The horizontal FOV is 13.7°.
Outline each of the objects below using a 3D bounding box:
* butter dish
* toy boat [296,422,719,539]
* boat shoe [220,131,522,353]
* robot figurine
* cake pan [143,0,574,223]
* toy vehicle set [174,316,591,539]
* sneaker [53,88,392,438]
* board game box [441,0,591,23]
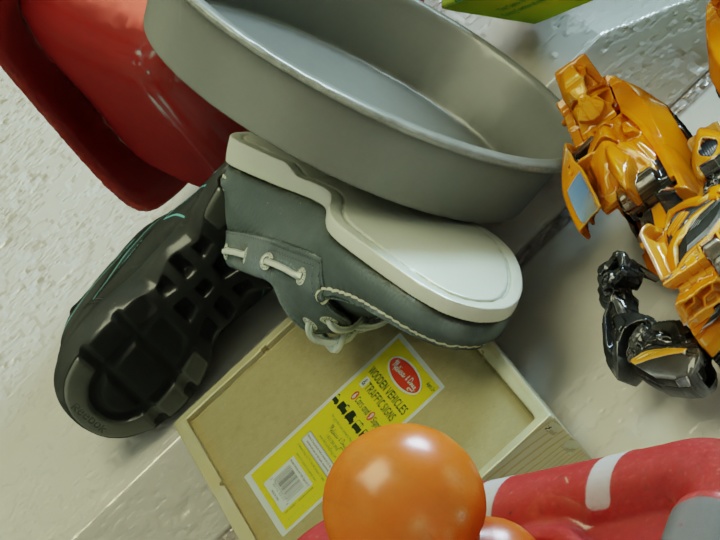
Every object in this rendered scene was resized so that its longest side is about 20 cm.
[{"bbox_3d":[-0.043,-0.115,1.356,0.199,0.200,0.148,-48,53,-8],"label":"butter dish"},{"bbox_3d":[0.036,0.099,0.960,0.200,0.131,0.131,-16,37,42],"label":"toy boat"},{"bbox_3d":[0.000,0.000,1.186,0.200,0.073,0.062,35,116,55],"label":"boat shoe"},{"bbox_3d":[0.134,-0.035,1.096,0.145,0.058,0.200,-36,27,11],"label":"robot figurine"},{"bbox_3d":[-0.003,-0.079,1.210,0.037,0.200,0.200,-62,22,18],"label":"cake pan"},{"bbox_3d":[0.003,0.066,1.166,0.124,0.027,0.200,-42,27,2],"label":"toy vehicle set"},{"bbox_3d":[-0.061,-0.016,1.317,0.200,0.075,0.079,-40,25,6],"label":"sneaker"},{"bbox_3d":[0.092,-0.168,1.248,0.200,0.048,0.102,170,107,-73],"label":"board game box"}]
